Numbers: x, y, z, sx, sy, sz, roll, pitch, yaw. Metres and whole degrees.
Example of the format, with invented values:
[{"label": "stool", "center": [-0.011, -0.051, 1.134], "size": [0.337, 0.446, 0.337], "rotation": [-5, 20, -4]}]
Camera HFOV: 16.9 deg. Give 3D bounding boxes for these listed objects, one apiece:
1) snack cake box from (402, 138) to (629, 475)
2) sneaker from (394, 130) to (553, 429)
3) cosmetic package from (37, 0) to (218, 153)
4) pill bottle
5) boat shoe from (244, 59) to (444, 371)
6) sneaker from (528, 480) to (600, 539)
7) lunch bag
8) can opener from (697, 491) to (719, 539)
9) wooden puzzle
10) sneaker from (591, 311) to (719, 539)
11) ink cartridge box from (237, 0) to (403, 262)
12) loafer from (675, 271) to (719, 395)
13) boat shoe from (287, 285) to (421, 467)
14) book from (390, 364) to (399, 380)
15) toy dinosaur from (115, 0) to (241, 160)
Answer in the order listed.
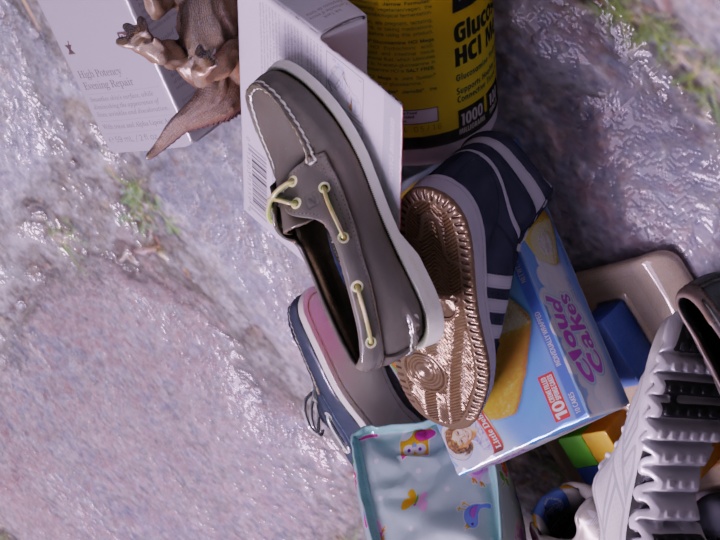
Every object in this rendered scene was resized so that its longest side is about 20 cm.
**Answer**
[{"label": "snack cake box", "center": [0.086, 0.024, 1.643], "size": [0.115, 0.067, 0.200], "rotation": [-27, 81, 30]}, {"label": "sneaker", "center": [0.075, 0.003, 1.576], "size": [0.070, 0.109, 0.200], "rotation": [18, 132, 24]}, {"label": "cosmetic package", "center": [-0.173, -0.191, 1.777], "size": [0.102, 0.074, 0.200], "rotation": [-4, 120, 44]}, {"label": "pill bottle", "center": [0.030, -0.177, 1.563], "size": [0.112, 0.112, 0.200], "rotation": [21, 135, 30]}, {"label": "boat shoe", "center": [-0.021, -0.034, 1.494], "size": [0.202, 0.060, 0.072], "rotation": [62, 154, 4]}, {"label": "sneaker", "center": [0.156, 0.189, 1.743], "size": [0.090, 0.075, 0.200], "rotation": [41, 161, -10]}, {"label": "lunch bag", "center": [0.063, 0.220, 1.742], "size": [0.170, 0.122, 0.200], "rotation": [70, -171, -70]}, {"label": "can opener", "center": [0.251, 0.183, 1.627], "size": [0.200, 0.053, 0.067], "rotation": [141, 122, -81]}, {"label": "wooden puzzle", "center": [0.182, 0.087, 1.697], "size": [0.200, 0.046, 0.185], "rotation": [-19, 108, 49]}, {"label": "sneaker", "center": [0.192, 0.123, 1.607], "size": [0.081, 0.075, 0.200], "rotation": [6, 84, 53]}, {"label": "ink cartridge box", "center": [-0.013, -0.079, 1.555], "size": [0.174, 0.044, 0.200], "rotation": [40, 145, 36]}, {"label": "loafer", "center": [0.258, 0.094, 1.560], "size": [0.072, 0.063, 0.200], "rotation": [-41, 65, 54]}, {"label": "boat shoe", "center": [-0.005, 0.101, 1.868], "size": [0.062, 0.075, 0.200], "rotation": [-17, 119, 37]}, {"label": "book", "center": [0.000, 0.000, 1.757], "size": [0.200, 0.048, 0.134], "rotation": [57, 173, -13]}, {"label": "toy dinosaur", "center": [-0.092, -0.162, 1.637], "size": [0.086, 0.200, 0.136], "rotation": [-3, 163, 25]}]
